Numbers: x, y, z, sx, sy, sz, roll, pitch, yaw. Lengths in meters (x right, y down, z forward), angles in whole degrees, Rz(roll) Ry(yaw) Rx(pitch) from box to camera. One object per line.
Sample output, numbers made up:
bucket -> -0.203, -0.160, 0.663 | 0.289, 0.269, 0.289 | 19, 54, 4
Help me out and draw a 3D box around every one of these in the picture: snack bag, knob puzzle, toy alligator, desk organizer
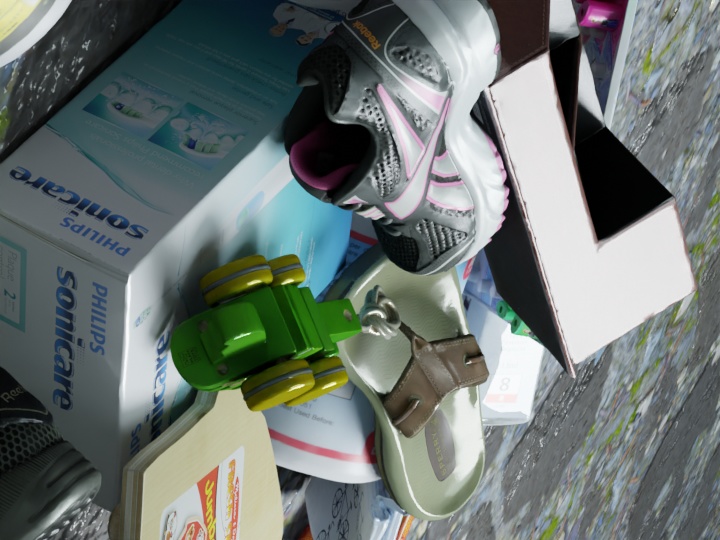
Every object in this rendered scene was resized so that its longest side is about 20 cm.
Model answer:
snack bag -> 0.005, 0.094, 1.557 | 0.189, 0.021, 0.201 | -102, -155, -61
knob puzzle -> -0.078, 0.142, 1.210 | 0.220, 0.030, 0.221 | 7, 90, -75
toy alligator -> -0.037, 0.030, 1.171 | 0.054, 0.059, 0.200 | -25, 172, 17
desk organizer -> 0.091, -0.053, 1.255 | 0.077, 0.072, 0.200 | -31, 137, -9

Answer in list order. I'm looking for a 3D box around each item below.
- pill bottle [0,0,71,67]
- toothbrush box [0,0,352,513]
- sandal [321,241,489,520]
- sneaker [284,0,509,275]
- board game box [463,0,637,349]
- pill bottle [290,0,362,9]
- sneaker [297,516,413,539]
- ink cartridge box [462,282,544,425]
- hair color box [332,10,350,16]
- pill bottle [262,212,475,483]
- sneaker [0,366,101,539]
pill bottle -> -0.161, -0.124, 0.781 | 0.113, 0.112, 0.200 | -65, 162, 1
toothbrush box -> -0.083, -0.016, 1.194 | 0.200, 0.085, 0.147 | -49, 157, -41
sandal -> 0.037, 0.055, 1.358 | 0.080, 0.057, 0.201 | -39, 137, -18
sneaker -> 0.005, -0.056, 1.168 | 0.086, 0.080, 0.200 | -35, 150, -16
board game box -> 0.079, -0.079, 1.434 | 0.200, 0.026, 0.201 | -144, -115, -68
pill bottle -> -0.008, -0.205, 1.109 | 0.112, 0.112, 0.200 | -51, 158, -36
sneaker -> -0.003, 0.173, 1.709 | 0.200, 0.073, 0.077 | -56, 171, -17
ink cartridge box -> 0.070, -0.038, 1.525 | 0.162, 0.050, 0.201 | -118, -149, -60
hair color box -> 0.009, -0.148, 1.255 | 0.061, 0.099, 0.201 | -39, 150, -52
pill bottle -> 0.000, 0.000, 1.414 | 0.109, 0.109, 0.201 | -23, 136, -64
sneaker -> -0.204, 0.099, 1.044 | 0.199, 0.114, 0.076 | -40, 173, 15
